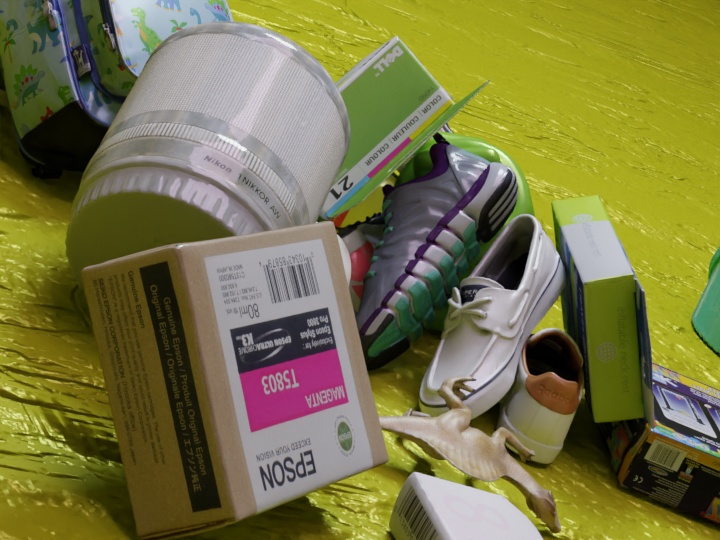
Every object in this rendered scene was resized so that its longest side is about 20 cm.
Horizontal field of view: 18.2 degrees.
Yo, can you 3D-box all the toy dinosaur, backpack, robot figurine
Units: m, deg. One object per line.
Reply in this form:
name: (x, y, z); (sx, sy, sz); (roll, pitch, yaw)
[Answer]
toy dinosaur: (0.060, 0.116, 1.574); (0.200, 0.058, 0.101); (23, 20, -12)
backpack: (-0.191, -0.186, 1.776); (0.183, 0.147, 0.200); (4, 61, -51)
robot figurine: (0.087, -0.035, 1.857); (0.116, 0.176, 0.200); (-5, -19, 6)

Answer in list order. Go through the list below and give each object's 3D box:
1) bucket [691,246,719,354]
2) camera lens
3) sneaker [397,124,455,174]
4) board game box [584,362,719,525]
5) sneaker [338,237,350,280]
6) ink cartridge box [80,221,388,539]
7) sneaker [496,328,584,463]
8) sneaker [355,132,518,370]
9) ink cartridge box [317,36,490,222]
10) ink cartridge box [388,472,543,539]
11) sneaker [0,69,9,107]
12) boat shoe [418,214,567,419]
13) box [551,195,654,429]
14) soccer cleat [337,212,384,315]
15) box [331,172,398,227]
bucket: (0.431, 0.031, 2.189); (0.207, 0.135, 0.207); (25, 19, -9)
camera lens: (-0.104, -0.064, 1.573); (0.160, 0.160, 0.200); (26, 46, -3)
sneaker: (0.113, -0.067, 2.004); (0.200, 0.082, 0.077); (50, -15, -11)
board game box: (0.290, 0.150, 1.806); (0.200, 0.057, 0.165); (23, 17, -12)
sneaker: (-0.084, -0.021, 1.698); (0.084, 0.075, 0.200); (15, 12, -37)
ink cartridge box: (-0.072, 0.062, 1.363); (0.075, 0.165, 0.200); (-14, 0, 27)
sneaker: (0.145, 0.076, 1.759); (0.073, 0.085, 0.200); (22, 18, -10)
sneaker: (0.034, -0.014, 1.721); (0.087, 0.200, 0.074); (32, -21, 22)
ink cartridge box: (0.003, -0.113, 1.759); (0.076, 0.148, 0.200); (49, -15, -6)
ink cartridge box: (0.131, 0.210, 1.439); (0.200, 0.057, 0.163); (13, 23, -25)
sneaker: (-0.335, -0.217, 1.872); (0.200, 0.085, 0.075); (39, 22, 32)
boat shoe: (0.091, 0.035, 1.697); (0.073, 0.065, 0.200); (-4, 36, 32)
box: (0.189, 0.032, 1.765); (0.048, 0.122, 0.200); (-8, 22, 0)
soccer cleat: (0.000, 0.000, 1.813); (0.073, 0.068, 0.200); (61, 10, -1)
box: (-0.045, -0.076, 1.953); (0.200, 0.050, 0.075); (6, 28, -49)
